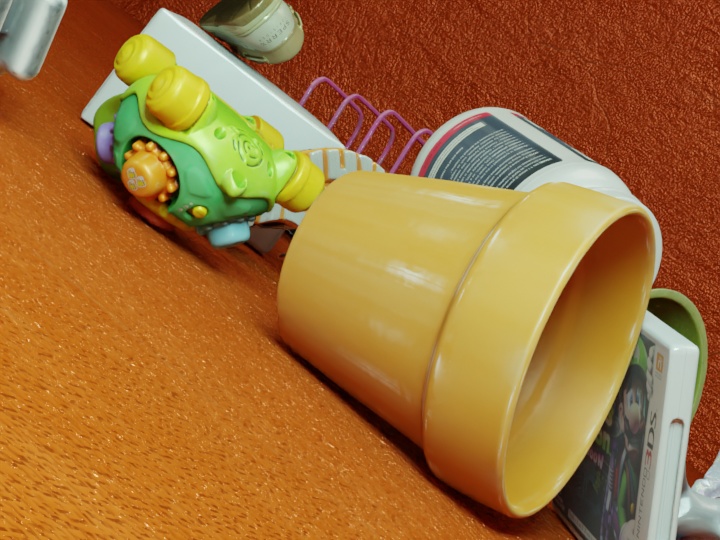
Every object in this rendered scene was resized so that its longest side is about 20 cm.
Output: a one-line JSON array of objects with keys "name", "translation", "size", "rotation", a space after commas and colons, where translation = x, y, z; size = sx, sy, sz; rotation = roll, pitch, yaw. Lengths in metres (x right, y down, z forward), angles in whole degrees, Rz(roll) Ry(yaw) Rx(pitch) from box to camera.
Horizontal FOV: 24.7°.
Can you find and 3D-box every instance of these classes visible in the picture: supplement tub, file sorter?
[{"name": "supplement tub", "translation": [0.141, -0.041, 1.364], "size": [0.140, 0.140, 0.200], "rotation": [34, 5, -37]}, {"name": "file sorter", "translation": [0.020, -0.100, 1.744], "size": [0.200, 0.125, 0.139], "rotation": [30, -2, 29]}]

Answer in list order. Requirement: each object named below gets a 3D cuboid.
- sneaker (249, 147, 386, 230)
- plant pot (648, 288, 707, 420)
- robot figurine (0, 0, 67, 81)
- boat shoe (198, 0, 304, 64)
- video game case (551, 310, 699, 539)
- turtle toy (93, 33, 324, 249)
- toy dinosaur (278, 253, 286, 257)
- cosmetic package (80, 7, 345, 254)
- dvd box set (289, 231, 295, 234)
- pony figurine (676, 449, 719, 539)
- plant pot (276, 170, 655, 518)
[{"name": "sneaker", "translation": [-0.063, -0.066, 1.322], "size": [0.200, 0.078, 0.077], "rotation": [6, 7, -27]}, {"name": "plant pot", "translation": [0.186, 0.086, 1.536], "size": [0.190, 0.200, 0.200], "rotation": [23, -8, 45]}, {"name": "robot figurine", "translation": [-0.270, -0.196, 1.059], "size": [0.170, 0.113, 0.200], "rotation": [10, 25, -50]}, {"name": "boat shoe", "translation": [-0.095, -0.217, 1.471], "size": [0.066, 0.074, 0.200], "rotation": [49, 2, -17]}, {"name": "video game case", "translation": [0.176, 0.113, 1.129], "size": [0.023, 0.182, 0.200], "rotation": [3, 12, -11]}, {"name": "turtle toy", "translation": [-0.125, -0.084, 1.140], "size": [0.146, 0.101, 0.200], "rotation": [35, 4, -34]}, {"name": "toy dinosaur", "translation": [0.000, 0.000, 1.410], "size": [0.077, 0.102, 0.200], "rotation": [37, 11, -19]}, {"name": "cosmetic package", "translation": [-0.128, -0.130, 1.491], "size": [0.199, 0.123, 0.200], "rotation": [37, 3, -7]}, {"name": "dvd box set", "translation": [-0.013, -0.016, 1.829], "size": [0.200, 0.029, 0.146], "rotation": [36, 4, -33]}, {"name": "pony figurine", "translation": [0.265, 0.181, 1.204], "size": [0.193, 0.167, 0.200], "rotation": [14, -17, 2]}, {"name": "plant pot", "translation": [0.056, 0.025, 1.018], "size": [0.183, 0.200, 0.200], "rotation": [22, -3, 25]}]
